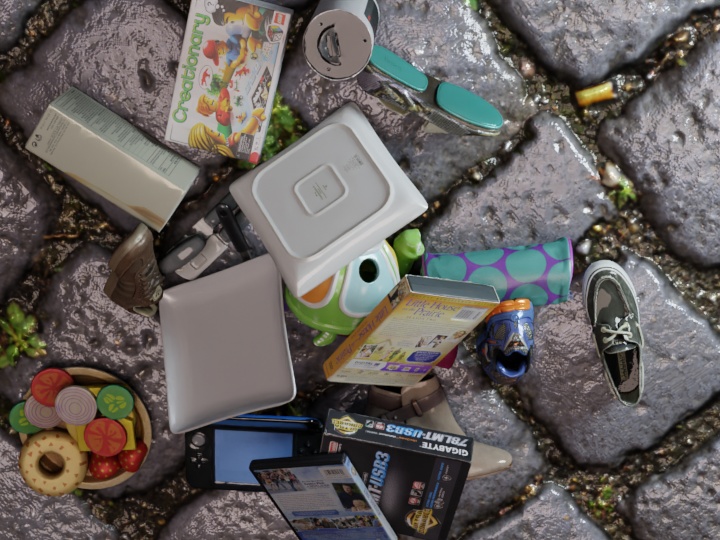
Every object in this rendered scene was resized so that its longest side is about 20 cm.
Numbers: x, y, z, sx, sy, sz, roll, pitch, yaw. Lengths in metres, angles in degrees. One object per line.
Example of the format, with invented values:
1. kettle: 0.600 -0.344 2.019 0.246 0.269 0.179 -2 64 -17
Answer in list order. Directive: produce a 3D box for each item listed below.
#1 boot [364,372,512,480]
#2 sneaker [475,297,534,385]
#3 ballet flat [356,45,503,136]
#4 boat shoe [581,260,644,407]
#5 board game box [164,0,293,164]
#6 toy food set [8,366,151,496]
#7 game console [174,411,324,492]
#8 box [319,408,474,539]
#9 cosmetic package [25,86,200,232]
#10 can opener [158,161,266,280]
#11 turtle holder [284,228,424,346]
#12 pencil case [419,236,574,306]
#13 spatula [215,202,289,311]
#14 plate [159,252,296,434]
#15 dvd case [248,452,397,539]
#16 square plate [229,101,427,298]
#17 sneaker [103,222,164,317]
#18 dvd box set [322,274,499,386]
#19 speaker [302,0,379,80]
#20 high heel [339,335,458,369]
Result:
1. boot: 0.105 0.212 1.701 0.199 0.070 0.147 -5 107 5
2. sneaker: 0.190 0.110 1.614 0.075 0.079 0.200 -4 152 4
3. ballet flat: 0.082 -0.213 1.556 0.200 0.072 0.072 28 109 -7
4. boat shoe: 0.344 0.085 1.641 0.070 0.064 0.201 -15 109 8
5. board game box: -0.168 -0.247 1.566 0.126 0.035 0.201 14 110 -1
6. toy food set: -0.395 0.225 1.745 0.199 0.049 0.199 -3 110 5
7. game console: -0.153 0.252 1.704 0.199 0.118 0.172 3 110 3
8. box: 0.038 0.279 1.666 0.197 0.050 0.201 11 136 0
9. cosmetic package: -0.314 -0.143 1.577 0.200 0.105 0.071 33 110 -7
10. can opener: -0.180 -0.059 1.623 0.200 0.066 0.053 -43 101 11
11. turtle holder: -0.002 0.007 1.581 0.185 0.141 0.132 4 128 -13
12. pencil case: 0.177 0.009 1.607 0.199 0.092 0.086 -6 112 4
13. spatula: -0.150 -0.011 1.626 0.056 0.021 0.201 -12 127 13
14. plate: -0.170 0.097 1.605 0.199 0.032 0.201 -18 68 26
15. dvd case: -0.049 0.317 1.679 0.142 0.018 0.200 -7 133 24
16. square plate: -0.047 -0.096 1.531 0.198 0.200 0.028 -35 150 2
17. sneaker: -0.281 0.002 1.600 0.075 0.200 0.071 37 66 -1
18. dvd box set: 0.062 0.080 1.561 0.146 0.029 0.200 6 140 -35
19. speaker: -0.021 -0.284 1.455 0.081 0.200 0.082 1 111 3
20. high heel: 0.032 0.095 1.666 0.199 0.068 0.097 1 119 7
